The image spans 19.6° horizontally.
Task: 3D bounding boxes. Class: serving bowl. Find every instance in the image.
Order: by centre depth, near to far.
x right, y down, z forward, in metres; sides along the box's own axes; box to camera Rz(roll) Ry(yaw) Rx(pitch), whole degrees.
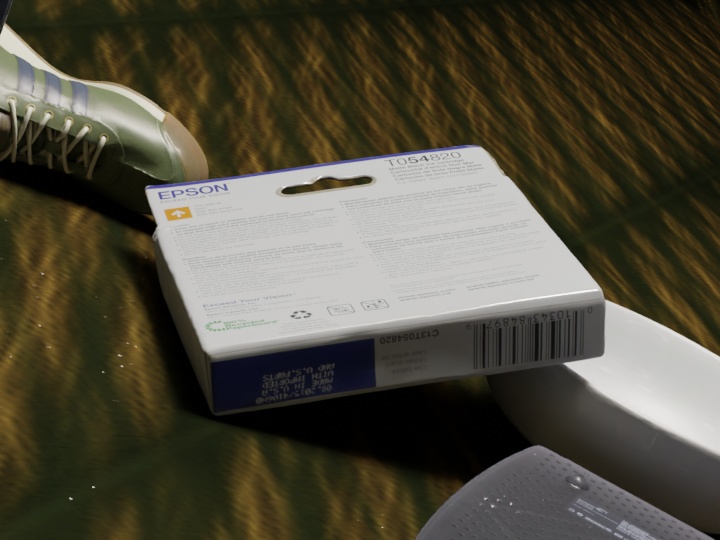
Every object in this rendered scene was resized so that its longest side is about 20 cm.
[{"bbox_3d":[0.146,0.081,1.092,0.199,0.066,0.200,24,15,-7],"label":"serving bowl"}]

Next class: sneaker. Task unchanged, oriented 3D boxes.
[{"bbox_3d":[-0.189,-0.081,1.163,0.199,0.067,0.090,32,32,12],"label":"sneaker"}]

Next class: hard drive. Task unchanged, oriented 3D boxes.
[{"bbox_3d":[0.096,0.137,0.886,0.134,0.043,0.200,28,16,14],"label":"hard drive"}]

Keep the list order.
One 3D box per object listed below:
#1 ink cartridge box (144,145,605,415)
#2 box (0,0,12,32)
[{"bbox_3d":[0.000,0.000,1.053,0.198,0.041,0.200,-8,26,-11],"label":"ink cartridge box"},{"bbox_3d":[-0.260,-0.108,1.006,0.147,0.105,0.200,21,24,-8],"label":"box"}]
